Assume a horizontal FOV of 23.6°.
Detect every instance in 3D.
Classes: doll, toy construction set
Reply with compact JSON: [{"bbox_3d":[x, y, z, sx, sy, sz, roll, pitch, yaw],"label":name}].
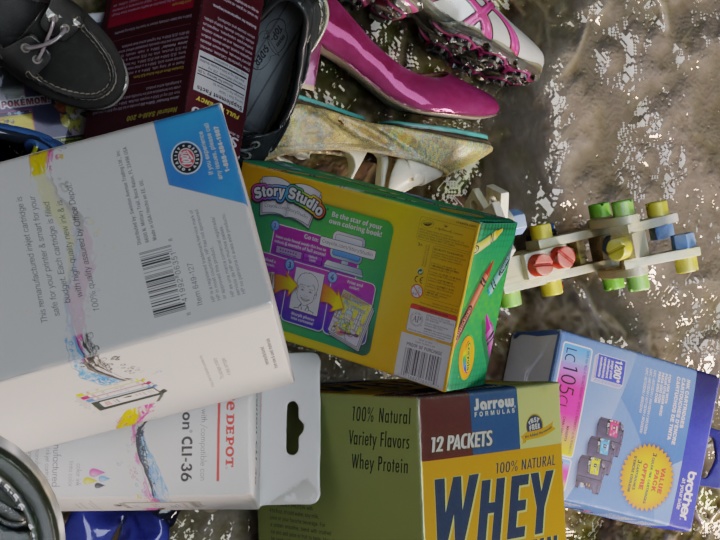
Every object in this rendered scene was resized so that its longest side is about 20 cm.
[{"bbox_3d":[-0.169,0.156,1.233,0.136,0.048,0.200,22,76,-4],"label":"doll"},{"bbox_3d":[0.156,-0.015,1.365,0.200,0.131,0.092,4,86,-28],"label":"toy construction set"}]

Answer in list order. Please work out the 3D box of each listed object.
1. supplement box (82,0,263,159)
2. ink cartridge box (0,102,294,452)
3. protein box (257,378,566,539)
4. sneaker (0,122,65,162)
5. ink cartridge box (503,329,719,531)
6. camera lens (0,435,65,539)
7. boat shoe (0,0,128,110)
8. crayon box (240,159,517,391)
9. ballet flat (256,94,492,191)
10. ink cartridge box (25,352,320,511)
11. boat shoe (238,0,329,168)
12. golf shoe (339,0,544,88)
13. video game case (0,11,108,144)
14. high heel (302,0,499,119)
[{"bbox_3d":[-0.126,-0.175,1.213,0.061,0.109,0.200,23,70,-45],"label":"supplement box"},{"bbox_3d":[-0.160,0.011,1.105,0.200,0.145,0.147,-14,67,-2],"label":"ink cartridge box"},{"bbox_3d":[0.034,0.182,1.248,0.135,0.199,0.200,-3,90,-38],"label":"protein box"},{"bbox_3d":[-0.206,-0.055,1.181,0.200,0.078,0.066,19,78,-27],"label":"sneaker"},{"bbox_3d":[0.213,0.136,1.425,0.200,0.076,0.137,16,81,-28],"label":"ink cartridge box"},{"bbox_3d":[-0.286,0.170,1.086,0.160,0.200,0.160,1,88,-28],"label":"camera lens"},{"bbox_3d":[-0.243,-0.181,1.165,0.200,0.057,0.067,43,93,2],"label":"boat shoe"},{"bbox_3d":[0.000,0.000,1.204,0.058,0.200,0.119,-4,107,-59],"label":"crayon box"},{"bbox_3d":[0.005,-0.090,1.326,0.200,0.071,0.071,10,84,-22],"label":"ballet flat"},{"bbox_3d":[-0.129,0.103,1.185,0.200,0.068,0.117,-1,74,2],"label":"ink cartridge box"},{"bbox_3d":[-0.086,-0.117,1.240,0.074,0.066,0.199,35,99,-6],"label":"boat shoe"},{"bbox_3d":[0.072,-0.218,1.360,0.200,0.073,0.092,30,74,-24],"label":"golf shoe"},{"bbox_3d":[-0.249,-0.084,1.215,0.200,0.023,0.182,-10,93,-27],"label":"video game case"},{"bbox_3d":[0.022,-0.175,1.337,0.200,0.067,0.096,11,94,-14],"label":"high heel"}]
